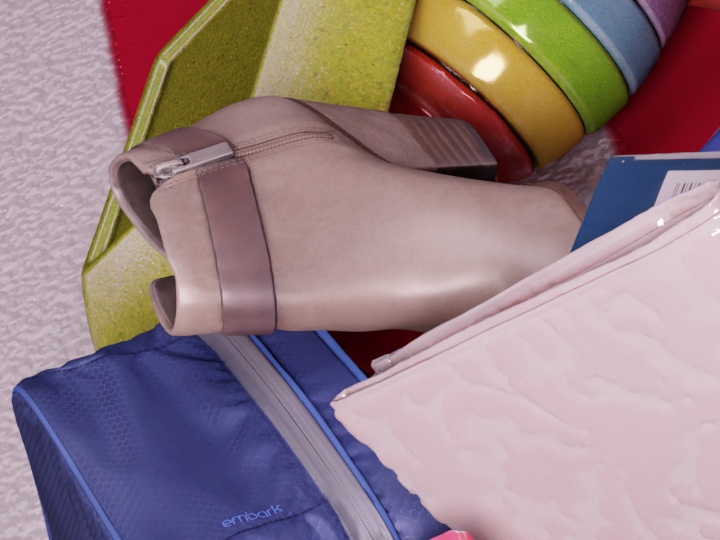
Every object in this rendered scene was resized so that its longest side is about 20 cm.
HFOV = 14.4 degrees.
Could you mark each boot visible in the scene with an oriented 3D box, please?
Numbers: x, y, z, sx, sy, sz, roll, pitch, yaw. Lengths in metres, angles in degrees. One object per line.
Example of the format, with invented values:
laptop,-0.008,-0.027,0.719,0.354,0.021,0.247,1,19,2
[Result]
boot,0.000,0.000,1.017,0.146,0.071,0.200,-10,32,-23

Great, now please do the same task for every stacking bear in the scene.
stacking bear,0.060,-0.084,1.205,0.200,0.114,0.121,-48,20,-6

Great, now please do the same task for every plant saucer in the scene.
plant saucer,-0.051,-0.068,1.220,0.200,0.048,0.201,-40,27,44

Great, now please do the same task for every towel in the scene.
towel,0.115,0.073,0.901,0.191,0.200,0.032,-27,24,47

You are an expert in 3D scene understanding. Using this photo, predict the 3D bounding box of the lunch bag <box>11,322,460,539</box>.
lunch bag,-0.035,0.098,1.048,0.132,0.136,0.200,-22,39,-16

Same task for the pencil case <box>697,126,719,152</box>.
pencil case,0.118,0.006,1.095,0.200,0.078,0.087,-40,-2,-10

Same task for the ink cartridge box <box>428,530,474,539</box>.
ink cartridge box,0.040,0.208,0.888,0.084,0.145,0.200,-23,41,9

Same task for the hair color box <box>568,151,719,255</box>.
hair color box,0.149,0.050,0.942,0.100,0.200,0.061,1,48,31
